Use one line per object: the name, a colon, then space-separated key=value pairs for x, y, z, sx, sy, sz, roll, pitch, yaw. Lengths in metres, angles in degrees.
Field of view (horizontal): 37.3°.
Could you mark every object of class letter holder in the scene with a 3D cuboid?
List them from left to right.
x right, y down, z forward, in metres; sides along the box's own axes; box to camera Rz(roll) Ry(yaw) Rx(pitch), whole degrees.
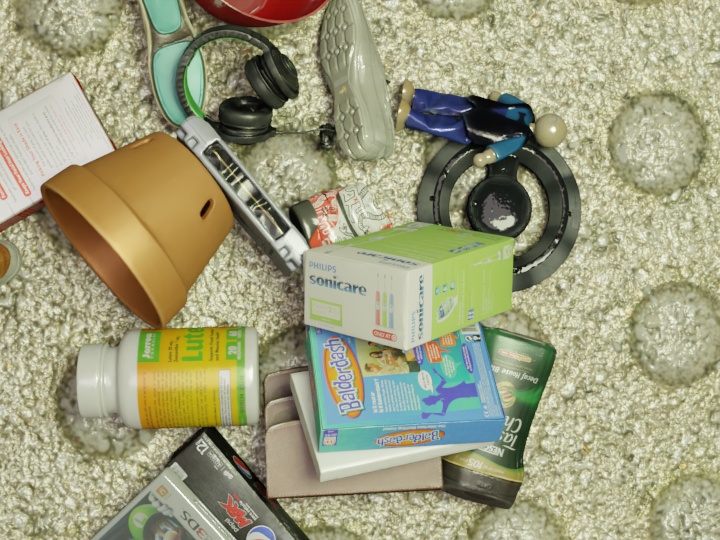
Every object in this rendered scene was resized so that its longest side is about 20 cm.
letter holder: x=-0.012 y=0.179 z=1.227 sx=0.197 sy=0.101 sz=0.145 roll=-2 pitch=87 yaw=-5

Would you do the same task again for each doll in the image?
doll: x=0.142 y=-0.172 z=1.248 sx=0.197 sy=0.049 sz=0.138 roll=9 pitch=46 yaw=3

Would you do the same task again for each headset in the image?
headset: x=-0.113 y=-0.198 z=1.219 sx=0.199 sy=0.094 sz=0.124 roll=32 pitch=114 yaw=-13

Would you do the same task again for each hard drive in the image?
hard drive: x=0.033 y=0.152 z=1.173 sx=0.197 sy=0.026 sz=0.133 roll=-9 pitch=49 yaw=-15

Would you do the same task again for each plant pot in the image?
plant pot: x=-0.233 y=-0.056 z=1.176 sx=0.140 sy=0.200 sz=0.201 roll=-42 pitch=92 yaw=-20

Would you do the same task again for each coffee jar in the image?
coffee jar: x=0.156 y=0.171 z=1.248 sx=0.103 sy=0.085 sz=0.203 roll=15 pitch=88 yaw=-4

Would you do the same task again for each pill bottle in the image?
pill bottle: x=-0.213 y=0.121 z=1.204 sx=0.197 sy=0.111 sz=0.113 roll=-1 pitch=89 yaw=-5

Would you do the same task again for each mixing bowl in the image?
mixing bowl: x=-0.131 y=-0.356 z=1.209 sx=0.198 sy=0.108 sz=0.203 roll=7 pitch=76 yaw=-28

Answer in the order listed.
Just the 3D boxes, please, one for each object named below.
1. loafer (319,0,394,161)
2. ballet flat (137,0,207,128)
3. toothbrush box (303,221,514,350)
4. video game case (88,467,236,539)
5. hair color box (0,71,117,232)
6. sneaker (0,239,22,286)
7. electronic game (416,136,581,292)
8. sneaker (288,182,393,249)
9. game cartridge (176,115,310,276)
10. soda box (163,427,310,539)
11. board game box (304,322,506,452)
loafer: x=-0.001 y=-0.226 z=1.260 sx=0.069 sy=0.069 sz=0.203 roll=1 pitch=78 yaw=-46
ballet flat: x=-0.219 y=-0.268 z=1.234 sx=0.068 sy=0.070 sz=0.203 roll=-9 pitch=106 yaw=-5
toothbrush box: x=0.055 y=0.011 z=1.160 sx=0.144 sy=0.199 sz=0.087 roll=11 pitch=107 yaw=38
video game case: x=-0.223 y=0.350 z=1.208 sx=0.200 sy=0.023 sz=0.182 roll=-43 pitch=92 yaw=18
hair color box: x=-0.386 y=-0.126 z=1.220 sx=0.198 sy=0.064 sz=0.112 roll=-30 pitch=93 yaw=-6
sneaker: x=-0.477 y=0.031 z=1.198 sx=0.199 sy=0.085 sz=0.073 roll=-40 pitch=94 yaw=-3
electronic game: x=0.165 y=-0.073 z=1.276 sx=0.197 sy=0.042 sz=0.203 roll=0 pitch=83 yaw=1
sneaker: x=0.000 y=0.000 z=1.247 sx=0.107 sy=0.067 sz=0.204 roll=-23 pitch=98 yaw=-15
game cartridge: x=-0.132 y=-0.081 z=1.205 sx=0.040 sy=0.133 sz=0.201 roll=-40 pitch=94 yaw=-12
soda box: x=-0.136 y=0.274 z=1.226 sx=0.063 sy=0.071 sz=0.201 roll=-39 pitch=93 yaw=-1
board game box: x=0.044 y=0.117 z=1.158 sx=0.197 sy=0.045 sz=0.153 roll=-1 pitch=48 yaw=-9
